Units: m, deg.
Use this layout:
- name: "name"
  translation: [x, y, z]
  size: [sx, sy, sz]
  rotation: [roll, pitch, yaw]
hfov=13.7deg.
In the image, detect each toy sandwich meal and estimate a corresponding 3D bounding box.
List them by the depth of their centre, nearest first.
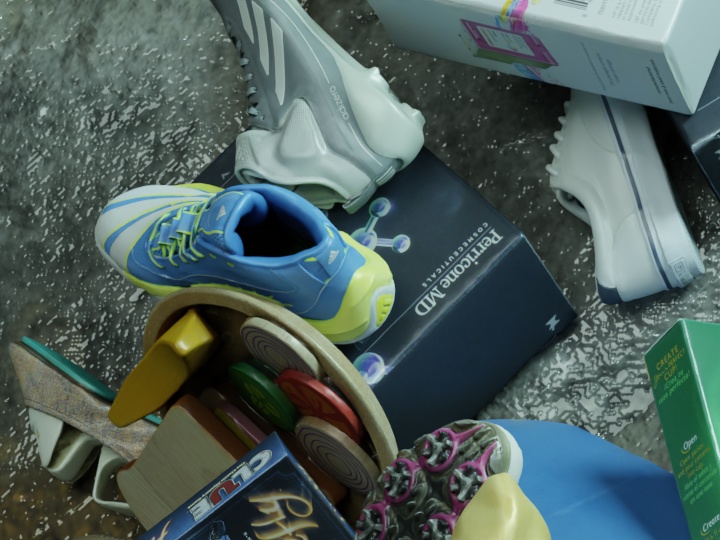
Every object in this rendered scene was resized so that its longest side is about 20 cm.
- name: "toy sandwich meal"
  translation: [-0.065, 0.100, 1.679]
  size: [0.204, 0.206, 0.070]
  rotation: [22, 48, 32]

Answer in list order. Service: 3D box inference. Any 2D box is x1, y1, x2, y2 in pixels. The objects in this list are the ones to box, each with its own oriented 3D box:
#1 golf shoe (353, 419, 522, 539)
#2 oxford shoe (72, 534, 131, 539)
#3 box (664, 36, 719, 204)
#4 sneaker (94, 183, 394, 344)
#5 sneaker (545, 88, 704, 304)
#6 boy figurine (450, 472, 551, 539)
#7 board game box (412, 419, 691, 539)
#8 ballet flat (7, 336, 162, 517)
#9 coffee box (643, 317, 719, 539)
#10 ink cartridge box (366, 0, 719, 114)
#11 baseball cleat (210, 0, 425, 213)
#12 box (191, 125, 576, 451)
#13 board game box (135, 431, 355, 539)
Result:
- name: "golf shoe"
  translation: [0.039, 0.161, 1.589]
  size: [0.073, 0.092, 0.201]
  rotation: [52, 124, 41]
- name: "oxford shoe"
  translation: [-0.111, 0.199, 1.746]
  size: [0.199, 0.075, 0.071]
  rotation: [24, 78, 33]
- name: "box"
  translation: [0.230, -0.154, 1.768]
  size: [0.148, 0.107, 0.201]
  rotation: [-30, 55, 6]
- name: "sneaker"
  translation: [-0.076, -0.025, 1.686]
  size: [0.199, 0.105, 0.076]
  rotation: [14, 67, 28]
- name: "sneaker"
  translation: [0.142, -0.072, 1.783]
  size: [0.070, 0.073, 0.201]
  rotation: [-21, 57, 8]
- name: "boy figurine"
  translation: [0.074, 0.191, 1.444]
  size: [0.123, 0.065, 0.201]
  rotation: [-6, 53, -13]
- name: "board game box"
  translation: [0.120, 0.143, 1.658]
  size: [0.199, 0.158, 0.039]
  rotation: [25, 115, 30]
- name: "ballet flat"
  translation: [-0.155, 0.105, 1.826]
  size: [0.199, 0.068, 0.067]
  rotation: [27, 84, 35]
- name: "coffee box"
  translation: [0.231, 0.124, 1.612]
  size: [0.044, 0.122, 0.201]
  rotation: [-50, 43, 45]
- name: "ink cartridge box"
  translation: [0.116, -0.188, 1.715]
  size: [0.199, 0.085, 0.145]
  rotation: [16, 71, 25]
- name: "baseball cleat"
  translation: [-0.053, -0.109, 1.745]
  size: [0.106, 0.070, 0.200]
  rotation: [-44, 54, -5]
- name: "box"
  translation: [0.000, 0.000, 1.778]
  size: [0.148, 0.107, 0.200]
  rotation: [-45, 56, -5]
- name: "board game box"
  translation: [-0.039, 0.205, 1.643]
  size: [0.135, 0.200, 0.035]
  rotation: [-38, 23, 1]
